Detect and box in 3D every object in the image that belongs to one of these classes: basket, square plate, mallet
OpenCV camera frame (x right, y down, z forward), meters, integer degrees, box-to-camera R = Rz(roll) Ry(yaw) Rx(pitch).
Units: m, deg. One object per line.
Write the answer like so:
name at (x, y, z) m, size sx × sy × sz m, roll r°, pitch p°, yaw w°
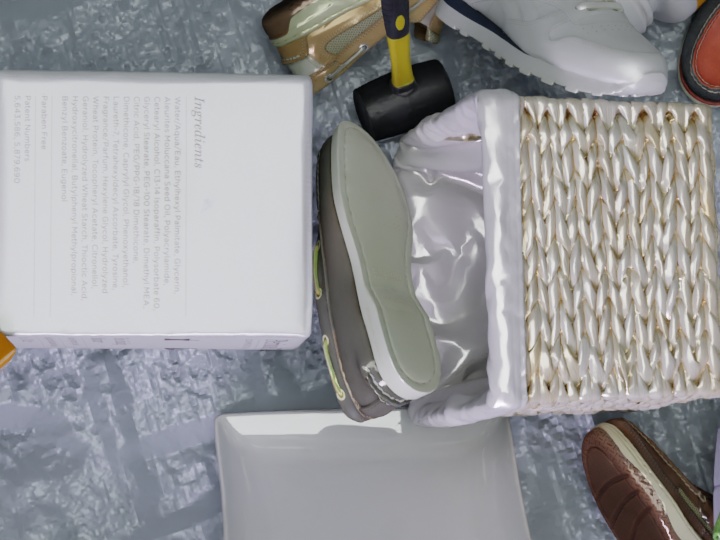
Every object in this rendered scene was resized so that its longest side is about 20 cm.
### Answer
basket at (0.123, -0.006, 1.643) m, size 0.160 × 0.198 × 0.201 m, roll -2°, pitch 84°, yaw -15°
square plate at (0.008, 0.161, 1.651) m, size 0.197 × 0.201 × 0.029 m, roll -1°, pitch 127°, yaw -5°
mallet at (0.015, -0.145, 1.656) m, size 0.066 × 0.200 × 0.041 m, roll -25°, pitch 64°, yaw 0°

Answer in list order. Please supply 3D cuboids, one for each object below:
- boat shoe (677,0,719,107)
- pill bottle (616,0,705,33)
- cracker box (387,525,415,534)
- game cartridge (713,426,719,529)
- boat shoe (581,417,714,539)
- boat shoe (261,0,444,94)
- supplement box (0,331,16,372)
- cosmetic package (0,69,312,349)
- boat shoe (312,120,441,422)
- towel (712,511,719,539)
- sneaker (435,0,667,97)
boat shoe at (0.291, -0.192, 1.743) m, size 0.200 × 0.063 × 0.071 m, roll -44°, pitch 92°, yaw -5°
pill bottle at (0.215, -0.242, 1.717) m, size 0.109 × 0.109 × 0.200 m, roll 45°, pitch 84°, yaw 0°
cracker box at (0.055, 0.279, 1.687) m, size 0.133 × 0.058 × 0.201 m, roll 15°, pitch 85°, yaw -2°
game cartridge at (0.288, 0.196, 1.682) m, size 0.133 × 0.040 × 0.201 m, roll 1°, pitch 76°, yaw -36°
boat shoe at (0.224, 0.176, 1.709) m, size 0.075 × 0.075 × 0.203 m, roll -35°, pitch 94°, yaw -26°
boat shoe at (0.035, -0.186, 1.726) m, size 0.199 × 0.072 × 0.076 m, roll -30°, pitch 103°, yaw 0°
supplement box at (-0.308, 0.065, 1.603) m, size 0.126 × 0.200 × 0.074 m, roll 45°, pitch 53°, yaw 1°
cosmetic package at (-0.131, -0.035, 1.644) m, size 0.199 × 0.165 × 0.166 m, roll 1°, pitch 86°, yaw -3°
boat shoe at (-0.002, -0.001, 1.646) m, size 0.060 × 0.072 × 0.203 m, roll -33°, pitch 55°, yaw 33°
towel at (0.312, 0.165, 1.675) m, size 0.200 × 0.031 × 0.150 m, roll 37°, pitch 54°, yaw -24°
sneaker at (0.121, -0.166, 1.618) m, size 0.076 × 0.200 × 0.081 m, roll 4°, pitch 111°, yaw -42°
